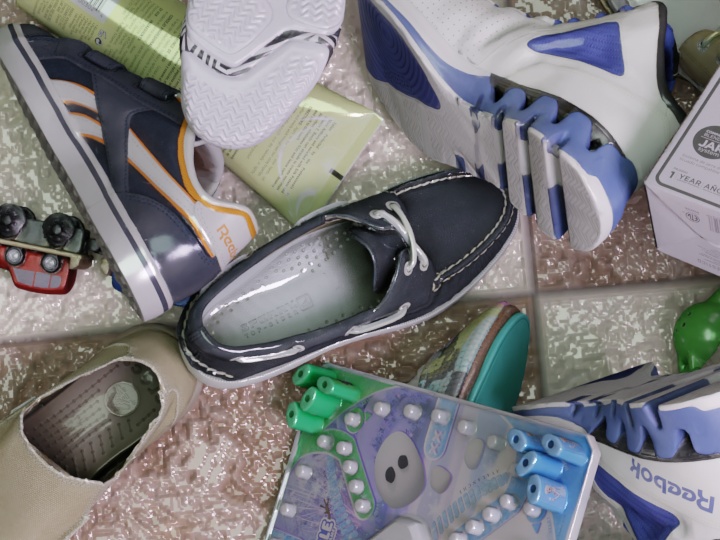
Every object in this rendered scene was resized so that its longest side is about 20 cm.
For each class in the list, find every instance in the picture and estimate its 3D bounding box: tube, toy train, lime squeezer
[{"bbox_3d":[-0.090,-0.105,1.025,0.200,0.058,0.052,34,56,3],"label":"tube"},{"bbox_3d":[-0.170,-0.009,1.024,0.200,0.034,0.046,11,89,4],"label":"toy train"},{"bbox_3d":[0.197,0.058,1.009,0.071,0.038,0.200,3,83,-29],"label":"lime squeezer"}]

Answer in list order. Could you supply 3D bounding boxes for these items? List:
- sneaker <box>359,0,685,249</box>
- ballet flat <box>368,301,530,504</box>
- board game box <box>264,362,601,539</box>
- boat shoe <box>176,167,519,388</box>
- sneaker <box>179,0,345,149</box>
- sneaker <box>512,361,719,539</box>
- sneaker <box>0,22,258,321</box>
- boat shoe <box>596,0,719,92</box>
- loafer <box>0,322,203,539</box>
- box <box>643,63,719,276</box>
[{"bbox_3d":[0.096,-0.097,0.979,0.115,0.081,0.199,-31,51,-22],"label":"sneaker"},{"bbox_3d":[0.035,0.110,0.995,0.071,0.069,0.200,8,85,29],"label":"ballet flat"},{"bbox_3d":[0.010,0.155,0.940,0.200,0.026,0.200,12,84,47],"label":"board game box"},{"bbox_3d":[0.000,0.000,0.988,0.200,0.060,0.076,-32,81,-15],"label":"boat shoe"},{"bbox_3d":[-0.043,-0.147,0.985,0.075,0.115,0.200,16,78,-4],"label":"sneaker"},{"bbox_3d":[0.143,0.107,0.917,0.080,0.199,0.115,-16,92,-18],"label":"sneaker"},{"bbox_3d":[-0.120,-0.064,0.988,0.079,0.078,0.200,-29,59,-9],"label":"sneaker"},{"bbox_3d":[0.205,-0.116,1.001,0.200,0.068,0.075,40,87,5],"label":"boat shoe"},{"bbox_3d":[-0.167,0.102,0.996,0.076,0.068,0.200,43,88,5],"label":"loafer"},{"bbox_3d":[0.233,-0.080,0.904,0.117,0.060,0.200,23,67,27],"label":"box"}]
